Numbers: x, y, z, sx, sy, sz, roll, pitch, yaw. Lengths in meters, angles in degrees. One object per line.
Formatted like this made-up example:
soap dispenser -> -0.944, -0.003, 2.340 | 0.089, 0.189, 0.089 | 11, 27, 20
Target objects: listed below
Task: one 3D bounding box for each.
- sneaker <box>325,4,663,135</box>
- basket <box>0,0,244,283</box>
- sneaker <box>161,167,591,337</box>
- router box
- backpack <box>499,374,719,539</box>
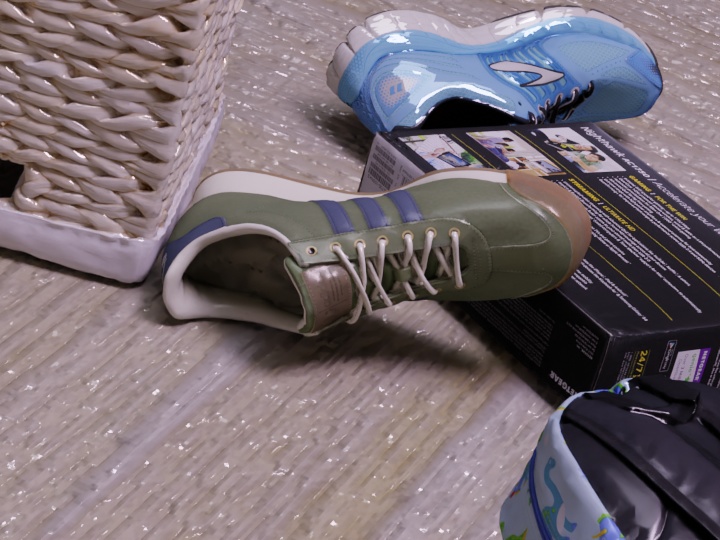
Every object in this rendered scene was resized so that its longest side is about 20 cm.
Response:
sneaker -> 0.081, -0.088, 1.521 | 0.200, 0.078, 0.090 | -5, 52, -27
basket -> -0.162, -0.123, 1.349 | 0.198, 0.161, 0.200 | 16, 29, 1
sneaker -> 0.000, 0.000, 1.276 | 0.200, 0.067, 0.090 | 3, 32, 20
router box -> 0.113, -0.006, 1.381 | 0.149, 0.051, 0.200 | -5, 34, -36
backpack -> 0.136, 0.130, 1.069 | 0.163, 0.154, 0.200 | -11, 58, -36
